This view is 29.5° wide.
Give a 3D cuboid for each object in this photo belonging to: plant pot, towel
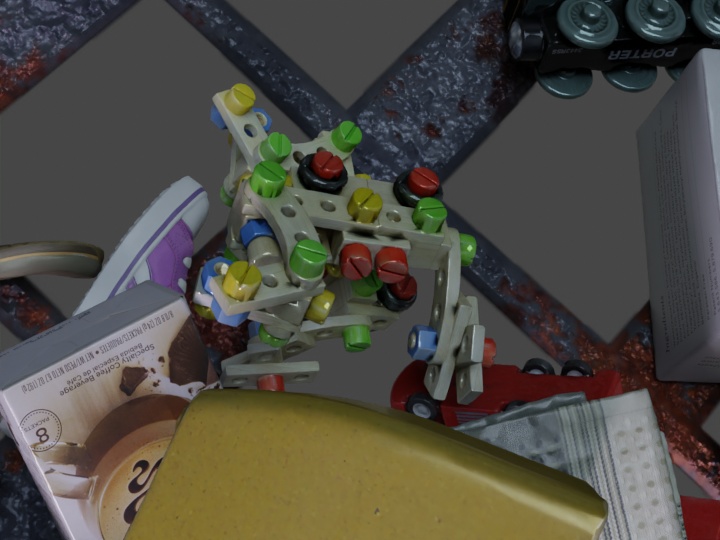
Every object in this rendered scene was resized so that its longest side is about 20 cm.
[{"bbox_3d":[-0.011,0.154,0.682,0.199,0.196,0.195,26,88,9],"label":"plant pot"},{"bbox_3d":[0.097,0.178,0.783,0.191,0.035,0.202,-12,87,1],"label":"towel"}]

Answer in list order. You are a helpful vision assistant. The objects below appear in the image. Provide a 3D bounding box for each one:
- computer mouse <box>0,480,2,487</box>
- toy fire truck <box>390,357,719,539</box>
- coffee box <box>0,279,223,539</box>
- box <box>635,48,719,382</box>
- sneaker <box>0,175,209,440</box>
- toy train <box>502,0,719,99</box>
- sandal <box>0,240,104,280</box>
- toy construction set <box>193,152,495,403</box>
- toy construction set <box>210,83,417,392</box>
[{"bbox_3d":[-0.218,0.139,0.782,0.058,0.034,0.199,-23,45,-39],"label":"computer mouse"},{"bbox_3d":[0.124,0.125,0.868,0.198,0.142,0.049,1,35,27],"label":"toy fire truck"},{"bbox_3d":[-0.121,0.123,0.783,0.112,0.080,0.201,-28,108,-19],"label":"coffee box"},{"bbox_3d":[0.309,-0.031,0.945,0.197,0.131,0.202,3,69,-10],"label":"box"},{"bbox_3d":[-0.127,0.046,0.869,0.114,0.073,0.201,32,74,-6],"label":"sneaker"},{"bbox_3d":[0.198,-0.195,1.014,0.198,0.085,0.115,-6,62,-13],"label":"toy train"},{"bbox_3d":[-0.259,0.012,0.854,0.198,0.080,0.055,-3,92,-17],"label":"sandal"},{"bbox_3d":[0.000,0.000,0.799,0.199,0.092,0.132,21,38,-28],"label":"toy construction set"},{"bbox_3d":[-0.037,-0.016,0.892,0.130,0.092,0.202,8,75,-35],"label":"toy construction set"}]
